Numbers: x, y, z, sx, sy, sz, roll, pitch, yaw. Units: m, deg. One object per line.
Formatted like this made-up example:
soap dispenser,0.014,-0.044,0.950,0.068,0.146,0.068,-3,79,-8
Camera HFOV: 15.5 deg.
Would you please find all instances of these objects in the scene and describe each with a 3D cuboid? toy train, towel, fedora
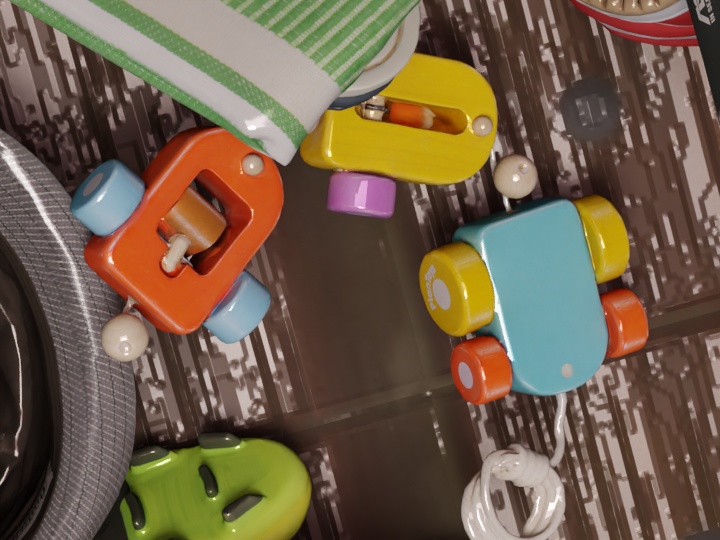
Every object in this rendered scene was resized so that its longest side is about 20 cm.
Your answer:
toy train,0.000,0.000,0.873,0.200,0.056,0.151,38,76,-24
towel,-0.025,-0.143,0.800,0.152,0.023,0.200,32,71,14
fedora,-0.163,0.026,0.883,0.176,0.090,0.201,-17,105,2

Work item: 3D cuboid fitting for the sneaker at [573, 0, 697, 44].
sneaker,0.054,-0.144,0.880,0.200,0.112,0.071,45,104,22

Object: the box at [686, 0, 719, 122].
box,0.167,-0.127,0.782,0.160,0.044,0.201,-11,77,-16

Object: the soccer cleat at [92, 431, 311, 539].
soccer cleat,-0.095,0.132,0.925,0.200,0.065,0.084,-37,127,-1

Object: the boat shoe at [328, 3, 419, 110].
boat shoe,-0.049,-0.125,0.843,0.075,0.062,0.200,-26,68,-30
